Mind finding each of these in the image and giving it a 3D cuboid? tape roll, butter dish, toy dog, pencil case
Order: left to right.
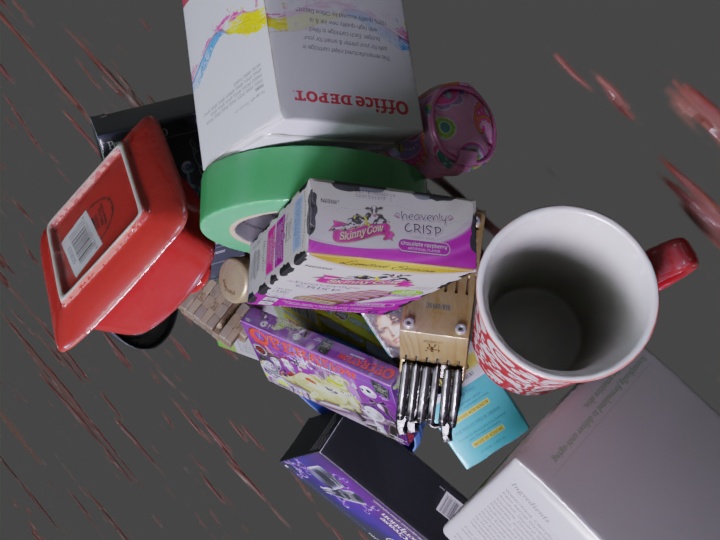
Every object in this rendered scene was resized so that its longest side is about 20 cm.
[{"bbox_3d":[-0.218,-0.020,0.964,0.148,0.199,0.200,33,-161,-42],"label":"butter dish"},{"bbox_3d":[-0.077,-0.040,0.978,0.096,0.132,0.200,25,130,36],"label":"toy dog"},{"bbox_3d":[-0.041,-0.054,0.831,0.200,0.200,0.048,-18,68,53],"label":"tape roll"},{"bbox_3d":[0.034,-0.110,0.883,0.200,0.087,0.087,-16,106,50],"label":"pencil case"}]

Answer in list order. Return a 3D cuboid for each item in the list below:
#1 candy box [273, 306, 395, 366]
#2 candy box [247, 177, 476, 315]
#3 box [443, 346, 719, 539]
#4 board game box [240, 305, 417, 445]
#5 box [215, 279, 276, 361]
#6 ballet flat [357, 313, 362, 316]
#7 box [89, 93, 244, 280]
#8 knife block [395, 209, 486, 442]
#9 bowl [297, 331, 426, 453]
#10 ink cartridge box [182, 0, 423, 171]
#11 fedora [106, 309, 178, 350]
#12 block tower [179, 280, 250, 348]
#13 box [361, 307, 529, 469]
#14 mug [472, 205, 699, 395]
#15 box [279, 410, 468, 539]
[{"bbox_3d":[-0.017,0.072,1.085,0.200,0.026,0.102,28,160,17],"label":"candy box"},{"bbox_3d":[-0.006,-0.012,0.774,0.200,0.136,0.061,144,129,-67],"label":"candy box"},{"bbox_3d":[0.224,0.213,0.830,0.200,0.199,0.171,45,143,12],"label":"box"},{"bbox_3d":[-0.034,0.115,1.027,0.200,0.032,0.120,20,143,30],"label":"board game box"},{"bbox_3d":[-0.137,0.057,1.255,0.200,0.036,0.144,13,127,41],"label":"box"},{"bbox_3d":[0.000,0.000,1.021,0.070,0.065,0.200,16,162,4],"label":"ballet flat"},{"bbox_3d":[-0.212,-0.090,1.089,0.107,0.148,0.200,-134,30,-62],"label":"box"},{"bbox_3d":[0.076,0.060,0.919,0.064,0.200,0.176,7,151,7],"label":"knife block"},{"bbox_3d":[-0.009,0.145,1.127,0.201,0.039,0.201,29,155,15],"label":"bowl"},{"bbox_3d":[-0.055,-0.193,0.809,0.145,0.145,0.200,-21,74,52],"label":"ink cartridge box"},{"bbox_3d":[-0.285,0.007,1.282,0.092,0.201,0.201,-20,104,26],"label":"fedora"},{"bbox_3d":[-0.221,0.022,1.191,0.200,0.054,0.058,36,164,-1],"label":"block tower"},{"bbox_3d":[0.088,0.100,0.983,0.200,0.082,0.049,56,-176,-4],"label":"box"},{"bbox_3d":[0.176,0.043,0.780,0.177,0.134,0.200,6,166,3],"label":"mug"},{"bbox_3d":[0.017,0.262,1.153,0.200,0.079,0.141,41,155,-9],"label":"box"}]
